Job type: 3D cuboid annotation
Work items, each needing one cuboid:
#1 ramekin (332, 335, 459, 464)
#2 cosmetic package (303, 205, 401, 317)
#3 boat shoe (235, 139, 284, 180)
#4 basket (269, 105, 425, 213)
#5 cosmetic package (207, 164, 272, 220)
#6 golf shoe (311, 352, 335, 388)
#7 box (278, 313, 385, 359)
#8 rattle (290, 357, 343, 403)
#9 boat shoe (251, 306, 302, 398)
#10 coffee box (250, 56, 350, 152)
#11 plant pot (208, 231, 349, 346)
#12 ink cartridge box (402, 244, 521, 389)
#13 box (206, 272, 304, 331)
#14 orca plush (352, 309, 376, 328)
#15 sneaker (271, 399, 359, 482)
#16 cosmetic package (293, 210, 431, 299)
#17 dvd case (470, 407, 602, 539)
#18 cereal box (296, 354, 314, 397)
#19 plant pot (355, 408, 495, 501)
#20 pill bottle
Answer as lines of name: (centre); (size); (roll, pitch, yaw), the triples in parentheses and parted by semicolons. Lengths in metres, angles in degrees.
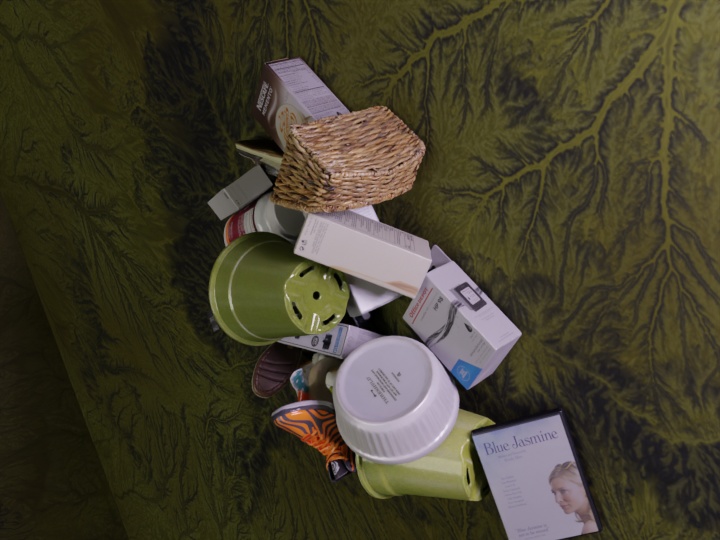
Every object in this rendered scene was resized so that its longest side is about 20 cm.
ramekin: (0.048, 0.193, 1.205); (0.202, 0.202, 0.094); (31, 156, 37)
cosmetic package: (-0.007, -0.032, 1.288); (0.201, 0.101, 0.074); (67, 161, 1)
boat shoe: (-0.160, -0.198, 1.418); (0.200, 0.073, 0.065); (24, 121, 41)
basket: (-0.013, -0.139, 1.164); (0.143, 0.200, 0.149); (48, 138, 25)
cosmetic package: (-0.233, -0.146, 1.474); (0.051, 0.082, 0.200); (53, 164, -10)
golf shoe: (-0.017, 0.236, 1.500); (0.097, 0.078, 0.200); (-33, 85, 31)
box: (-0.059, 0.126, 1.417); (0.200, 0.116, 0.060); (7, 80, 45)
rattle: (-0.093, 0.231, 1.379); (0.142, 0.200, 0.131); (-13, 88, 36)
boat shoe: (-0.153, 0.170, 1.528); (0.075, 0.203, 0.075); (30, 152, 0)
coffee box: (-0.089, -0.249, 1.297); (0.200, 0.080, 0.115); (50, 140, 20)
plant pot: (-0.119, 0.035, 1.271); (0.190, 0.200, 0.201); (3, 111, 53)
ink cartridge box: (0.141, 0.071, 1.202); (0.200, 0.067, 0.116); (48, 140, 22)
box: (-0.169, 0.053, 1.459); (0.161, 0.200, 0.049); (-29, 81, 54)
orca plush: (0.000, 0.000, 1.362); (0.105, 0.071, 0.201); (-17, -88, -83)
sneaker: (-0.055, 0.282, 1.260); (0.078, 0.200, 0.112); (-36, 50, 38)
cosmetic package: (0.005, -0.036, 1.188); (0.199, 0.105, 0.071); (22, 108, -5)
dvd case: (0.266, 0.316, 1.160); (0.142, 0.018, 0.201); (-18, 96, 17)
cereal box: (-0.097, 0.274, 1.590); (0.201, 0.039, 0.144); (71, 164, -9)
plant pot: (0.123, 0.293, 1.266); (0.184, 0.200, 0.201); (3, 112, 37)
pill bottle: (-0.169, -0.085, 1.455); (0.200, 0.114, 0.115); (-21, 93, 53)
